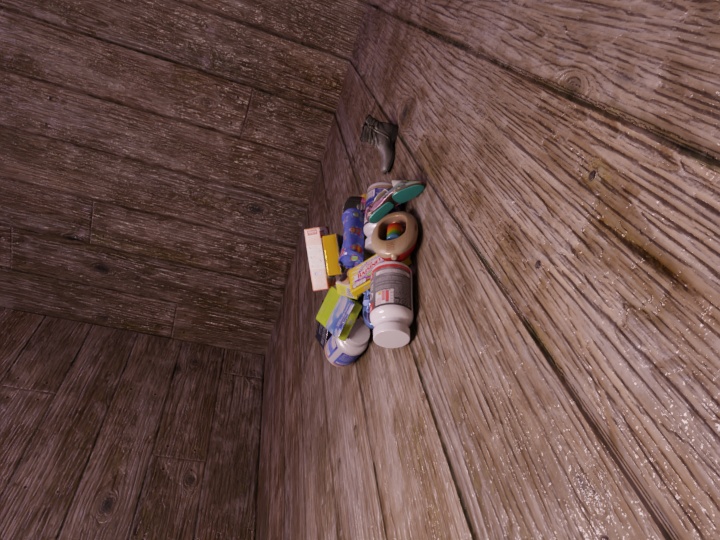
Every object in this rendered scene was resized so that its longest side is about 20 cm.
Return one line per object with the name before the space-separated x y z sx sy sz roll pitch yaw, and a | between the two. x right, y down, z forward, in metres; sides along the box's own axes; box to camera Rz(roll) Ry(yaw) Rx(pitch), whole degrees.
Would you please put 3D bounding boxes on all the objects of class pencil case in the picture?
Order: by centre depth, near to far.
pencil case | -0.025 -0.096 1.617 0.087 0.077 0.203 116 162 -49

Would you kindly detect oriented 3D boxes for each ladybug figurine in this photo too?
ladybug figurine | 0.098 -0.086 1.447 0.202 0.133 0.073 -77 -29 -50

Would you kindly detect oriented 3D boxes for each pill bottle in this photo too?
pill bottle | 0.080 0.088 1.361 0.116 0.114 0.203 122 156 -51
pill bottle | 0.068 -0.157 1.606 0.116 0.114 0.204 136 144 -64
pill bottle | -0.038 0.231 1.696 0.200 0.110 0.114 128 151 -56

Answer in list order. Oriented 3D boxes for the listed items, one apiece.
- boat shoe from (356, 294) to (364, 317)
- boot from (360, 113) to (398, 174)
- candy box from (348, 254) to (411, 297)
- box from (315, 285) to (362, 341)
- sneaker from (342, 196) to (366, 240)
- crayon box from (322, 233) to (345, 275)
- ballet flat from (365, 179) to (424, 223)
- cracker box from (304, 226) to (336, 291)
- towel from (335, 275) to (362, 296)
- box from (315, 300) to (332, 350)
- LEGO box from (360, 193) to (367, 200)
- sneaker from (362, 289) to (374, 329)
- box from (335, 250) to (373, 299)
boat shoe | 0.007 0.115 1.715 0.201 0.060 0.073 -139 63 -73
boot | 0.055 -0.444 1.856 0.068 0.128 0.204 144 137 -68
candy box | 0.053 -0.010 1.508 0.198 0.026 0.103 -31 33 18
box | -0.066 0.133 1.627 0.124 0.047 0.200 -64 27 2
sneaker | -0.030 -0.150 1.749 0.086 0.079 0.204 115 167 -71
crayon box | -0.081 -0.050 1.692 0.200 0.051 0.128 -7 -91 -85
ballet flat | 0.090 -0.214 1.506 0.199 0.069 0.072 -34 54 21
cracker box | -0.131 -0.043 1.745 0.134 0.057 0.204 -33 -66 -79
towel | -0.022 0.037 1.763 0.199 0.048 0.173 -33 29 50
box | -0.090 0.203 1.913 0.200 0.102 0.151 -149 69 -75
LEGO box | 0.043 -0.184 1.793 0.200 0.076 0.152 -164 87 -75
sneaker | 0.039 0.073 1.561 0.082 0.072 0.204 59 -148 -62
box | 0.000 0.000 1.633 0.201 0.074 0.051 -57 -29 -42
